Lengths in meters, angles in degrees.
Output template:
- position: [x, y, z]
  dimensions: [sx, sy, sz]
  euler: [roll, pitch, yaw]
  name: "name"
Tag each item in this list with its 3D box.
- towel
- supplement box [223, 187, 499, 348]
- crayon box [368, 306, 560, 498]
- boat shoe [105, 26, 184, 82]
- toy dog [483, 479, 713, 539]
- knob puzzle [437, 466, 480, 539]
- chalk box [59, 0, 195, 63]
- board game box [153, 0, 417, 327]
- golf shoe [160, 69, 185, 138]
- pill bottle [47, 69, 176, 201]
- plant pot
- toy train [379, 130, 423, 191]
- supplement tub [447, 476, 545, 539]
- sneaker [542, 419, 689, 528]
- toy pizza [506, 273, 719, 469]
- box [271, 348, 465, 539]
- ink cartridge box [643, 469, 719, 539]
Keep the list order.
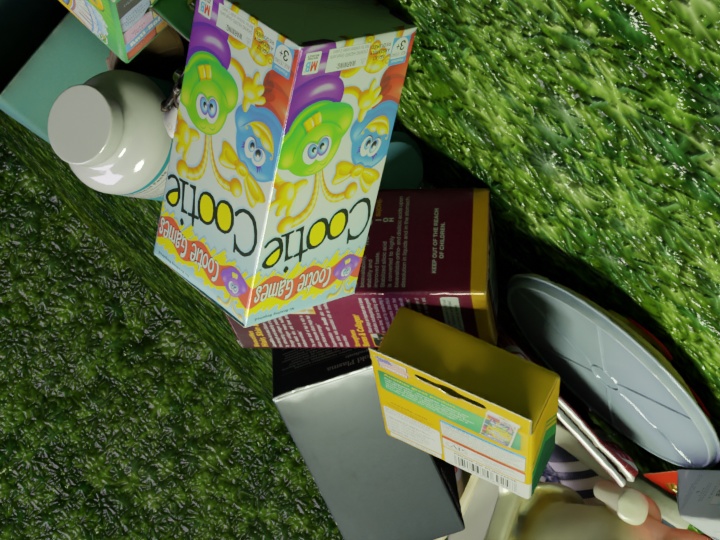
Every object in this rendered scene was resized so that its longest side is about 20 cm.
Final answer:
- position: [0.150, 0.091, 1.323]
  dimensions: [0.144, 0.023, 0.200]
  euler: [46, -176, -11]
  name: "towel"
- position: [0.000, 0.000, 1.226]
  dimensions: [0.199, 0.086, 0.110]
  euler: [0, 156, 9]
  name: "supplement box"
- position: [0.078, 0.094, 1.205]
  dimensions: [0.125, 0.052, 0.200]
  euler: [24, 162, 14]
  name: "crayon box"
- position: [-0.209, -0.201, 1.547]
  dimensions: [0.200, 0.071, 0.065]
  euler: [110, 136, -70]
  name: "boat shoe"
- position: [0.203, 0.249, 1.303]
  dimensions: [0.199, 0.140, 0.194]
  euler: [7, 139, 29]
  name: "toy dog"
- position: [0.093, 0.162, 1.530]
  dimensions: [0.030, 0.221, 0.220]
  euler: [16, 175, -14]
  name: "knob puzzle"
- position: [-0.157, -0.234, 1.116]
  dimensions: [0.200, 0.125, 0.124]
  euler: [45, 169, 5]
  name: "chalk box"
- position: [-0.052, -0.082, 1.081]
  dimensions: [0.103, 0.105, 0.201]
  euler: [36, 127, 34]
  name: "board game box"
- position: [-0.121, -0.146, 1.382]
  dimensions: [0.078, 0.094, 0.200]
  euler: [43, 167, 15]
  name: "golf shoe"
- position: [-0.194, -0.121, 1.502]
  dimensions: [0.111, 0.111, 0.200]
  euler: [39, -165, 24]
  name: "pill bottle"
- position: [-0.301, -0.194, 1.750]
  dimensions: [0.141, 0.141, 0.200]
  euler: [32, 170, 49]
  name: "plant pot"
- position: [-0.042, -0.120, 1.247]
  dimensions: [0.200, 0.085, 0.116]
  euler: [47, 158, -11]
  name: "toy train"
- position: [0.192, 0.266, 1.537]
  dimensions: [0.200, 0.145, 0.144]
  euler: [32, 178, -37]
  name: "supplement tub"
- position: [0.180, 0.185, 1.408]
  dimensions: [0.200, 0.085, 0.075]
  euler: [34, -174, 1]
  name: "sneaker"
- position: [0.188, 0.068, 1.211]
  dimensions: [0.200, 0.032, 0.200]
  euler: [41, 167, 11]
  name: "toy pizza"
- position: [0.004, 0.112, 1.441]
  dimensions: [0.182, 0.104, 0.200]
  euler: [-96, -15, -57]
  name: "box"
- position: [0.295, 0.206, 1.210]
  dimensions: [0.160, 0.047, 0.200]
  euler: [34, 167, -6]
  name: "ink cartridge box"
